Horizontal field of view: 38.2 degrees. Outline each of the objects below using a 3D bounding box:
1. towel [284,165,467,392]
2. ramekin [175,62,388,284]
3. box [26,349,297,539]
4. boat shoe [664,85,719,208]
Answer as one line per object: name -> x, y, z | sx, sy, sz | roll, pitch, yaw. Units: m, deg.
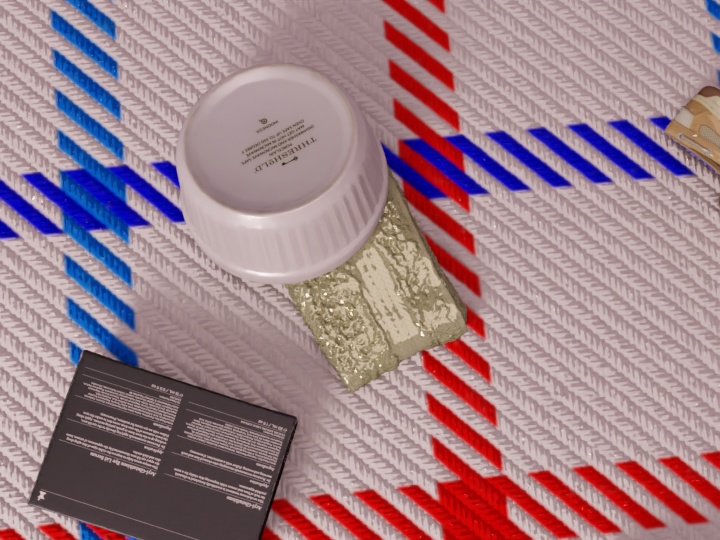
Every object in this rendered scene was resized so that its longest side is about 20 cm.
towel -> 0.000, 0.000, 0.986 | 0.148, 0.036, 0.200 | -27, 82, -6
ramekin -> -0.076, -0.098, 0.947 | 0.202, 0.094, 0.203 | -2, 65, 5
box -> -0.171, 0.171, 0.928 | 0.199, 0.079, 0.142 | 18, 77, 1
boat shoe -> 0.379, -0.084, 1.008 | 0.076, 0.072, 0.200 | -43, 77, 6
